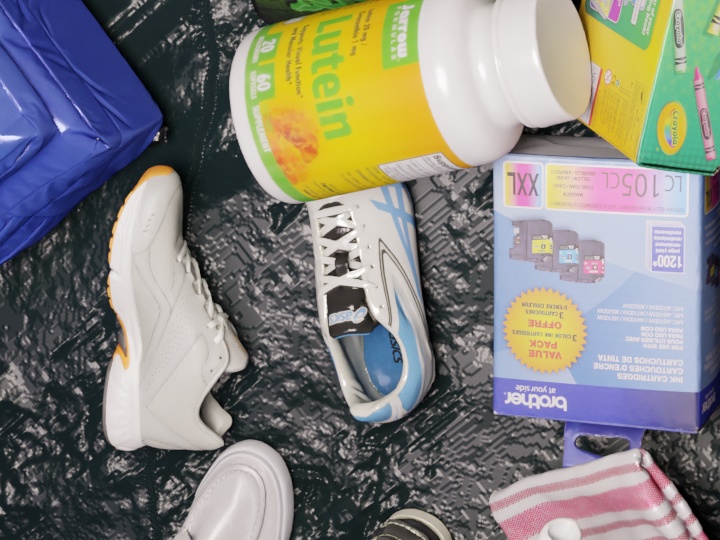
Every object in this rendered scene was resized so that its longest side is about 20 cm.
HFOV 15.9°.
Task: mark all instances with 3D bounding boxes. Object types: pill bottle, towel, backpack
[{"bbox_3d":[0.032,-0.111,1.544,0.199,0.111,0.112,-11,98,27],"label":"pill bottle"},{"bbox_3d":[0.177,0.207,1.609,0.146,0.030,0.201,-25,102,49],"label":"towel"},{"bbox_3d":[-0.265,-0.089,1.677,0.200,0.168,0.163,-38,81,28],"label":"backpack"}]

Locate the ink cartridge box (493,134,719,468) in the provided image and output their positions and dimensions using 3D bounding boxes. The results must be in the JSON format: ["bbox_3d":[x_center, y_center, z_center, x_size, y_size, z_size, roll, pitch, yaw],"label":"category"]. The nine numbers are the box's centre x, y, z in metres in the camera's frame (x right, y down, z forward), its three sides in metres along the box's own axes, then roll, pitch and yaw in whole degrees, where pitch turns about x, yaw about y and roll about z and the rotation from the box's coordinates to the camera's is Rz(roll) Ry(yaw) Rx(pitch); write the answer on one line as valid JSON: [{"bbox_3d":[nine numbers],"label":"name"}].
[{"bbox_3d":[0.154,0.021,1.595,0.136,0.076,0.201,3,105,20],"label":"ink cartridge box"}]

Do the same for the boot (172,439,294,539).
[{"bbox_3d":[-0.108,0.215,1.725,0.073,0.096,0.201,24,110,14],"label":"boot"}]

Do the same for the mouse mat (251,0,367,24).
[{"bbox_3d":[0.013,-0.182,1.575,0.199,0.161,0.008,13,63,18],"label":"mouse mat"}]

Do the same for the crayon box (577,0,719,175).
[{"bbox_3d":[0.184,-0.170,1.508,0.058,0.119,0.201,5,108,-22],"label":"crayon box"}]

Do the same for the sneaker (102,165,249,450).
[{"bbox_3d":[-0.116,0.028,1.705,0.091,0.076,0.201,8,113,11],"label":"sneaker"}]

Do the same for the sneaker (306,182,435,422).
[{"bbox_3d":[0.000,0.000,1.648,0.071,0.072,0.201,-12,97,24],"label":"sneaker"}]

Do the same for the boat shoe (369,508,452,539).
[{"bbox_3d":[0.015,0.261,1.707,0.071,0.068,0.201,11,108,16],"label":"boat shoe"}]

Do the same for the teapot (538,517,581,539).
[{"bbox_3d":[0.074,0.270,1.545,0.196,0.146,0.201,-17,76,19],"label":"teapot"}]
